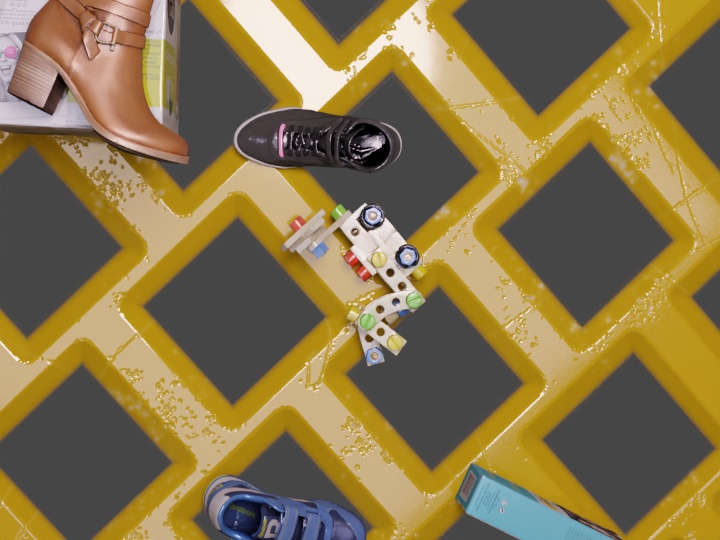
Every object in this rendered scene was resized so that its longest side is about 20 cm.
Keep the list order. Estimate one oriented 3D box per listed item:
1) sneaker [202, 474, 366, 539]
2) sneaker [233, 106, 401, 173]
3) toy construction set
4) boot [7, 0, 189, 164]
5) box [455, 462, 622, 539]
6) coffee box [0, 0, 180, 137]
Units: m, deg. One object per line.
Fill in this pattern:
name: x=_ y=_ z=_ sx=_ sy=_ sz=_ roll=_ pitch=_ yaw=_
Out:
sneaker: x=-0.088 y=0.297 z=1.527 sx=0.197 sy=0.082 sz=0.075 roll=15 pitch=91 yaw=-7
sneaker: x=-0.047 y=-0.149 z=1.498 sx=0.196 sy=0.099 sz=0.072 roll=3 pitch=95 yaw=-3
toy construction set: x=0.000 y=0.000 z=1.520 sx=0.131 sy=0.092 sz=0.201 roll=-41 pitch=106 yaw=-1
boot: x=-0.232 y=-0.204 z=1.296 sx=0.198 sy=0.074 sz=0.157 roll=27 pitch=87 yaw=-10
box: x=0.213 y=0.296 z=1.551 sx=0.198 sy=0.082 sz=0.050 roll=26 pitch=90 yaw=-6
coffee box: x=-0.298 y=-0.248 z=1.422 sx=0.196 sy=0.200 sz=0.201 roll=2 pitch=93 yaw=-4
